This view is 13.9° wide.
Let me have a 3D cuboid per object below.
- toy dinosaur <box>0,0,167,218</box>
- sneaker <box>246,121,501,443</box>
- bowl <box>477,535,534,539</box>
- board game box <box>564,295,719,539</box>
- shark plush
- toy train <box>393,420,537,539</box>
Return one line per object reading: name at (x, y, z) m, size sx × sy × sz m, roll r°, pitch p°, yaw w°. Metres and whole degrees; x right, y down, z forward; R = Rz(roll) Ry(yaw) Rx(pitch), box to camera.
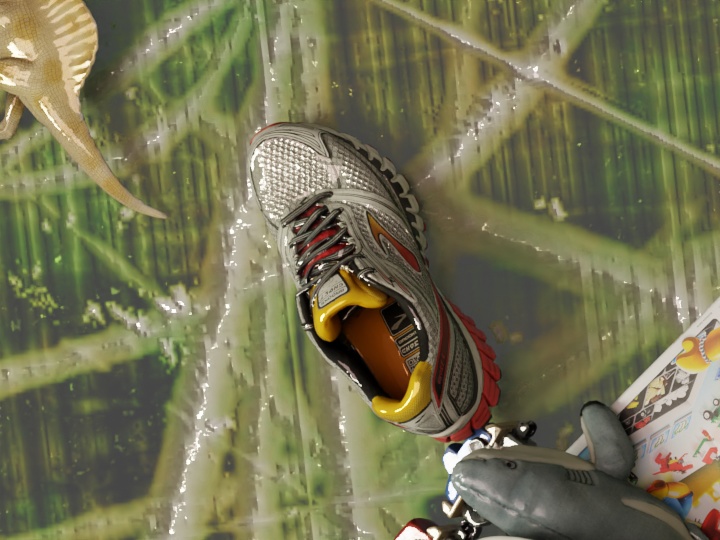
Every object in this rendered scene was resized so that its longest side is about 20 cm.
toy dinosaur at (-0.186, -0.109, 1.647) m, size 0.101 × 0.058 × 0.200 m, roll -20°, pitch 87°, yaw 21°
sneaker at (0.000, 0.000, 1.562) m, size 0.078 × 0.082 × 0.200 m, roll -42°, pitch 68°, yaw 20°
bowl at (0.119, 0.223, 1.468) m, size 0.201 × 0.201 × 0.090 m, roll 24°, pitch 69°, yaw 18°
board game box at (0.188, 0.103, 1.526) m, size 0.126 × 0.035 × 0.200 m, roll 47°, pitch 109°, yaw 12°
shark plush at (0.134, 0.158, 1.489) m, size 0.200 × 0.083 × 0.091 m, roll 48°, pitch 110°, yaw 12°
toy train at (0.036, 0.159, 1.595) m, size 0.046 × 0.034 × 0.200 m, roll 39°, pitch 108°, yaw 26°
